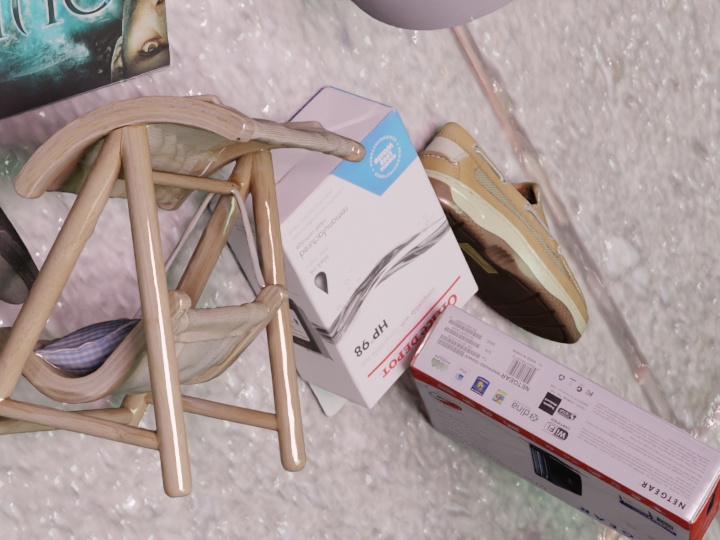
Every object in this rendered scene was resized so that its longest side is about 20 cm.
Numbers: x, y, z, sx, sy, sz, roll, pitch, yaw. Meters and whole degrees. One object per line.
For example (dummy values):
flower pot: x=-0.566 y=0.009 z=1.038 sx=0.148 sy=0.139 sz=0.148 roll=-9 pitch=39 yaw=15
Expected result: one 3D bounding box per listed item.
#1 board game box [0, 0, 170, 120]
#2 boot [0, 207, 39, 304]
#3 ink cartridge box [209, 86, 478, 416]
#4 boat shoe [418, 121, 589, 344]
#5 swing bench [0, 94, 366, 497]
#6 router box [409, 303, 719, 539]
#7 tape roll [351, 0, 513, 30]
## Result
board game box: x=-0.189 y=-0.148 z=1.148 sx=0.200 sy=0.028 sz=0.136 roll=-22 pitch=120 yaw=-37
boot: x=-0.253 y=-0.007 z=1.119 sx=0.131 sy=0.068 sz=0.200 roll=-37 pitch=153 yaw=1
ink cartridge box: x=0.000 y=0.000 z=1.367 sx=0.116 sy=0.067 sz=0.200 roll=-47 pitch=133 yaw=-23
boat shoe: x=0.104 y=-0.026 z=1.465 sx=0.200 sy=0.072 sz=0.076 roll=47 pitch=60 yaw=-44
swing bench: x=-0.099 y=0.006 z=1.174 sx=0.199 sy=0.129 sz=0.201 roll=5 pitch=95 yaw=-72
router box: x=0.136 y=0.110 z=1.407 sx=0.049 sy=0.200 sz=0.180 roll=-58 pitch=165 yaw=-11
tape roll: x=0.048 y=-0.238 z=1.224 sx=0.066 sy=0.200 sz=0.201 roll=37 pitch=79 yaw=-46
